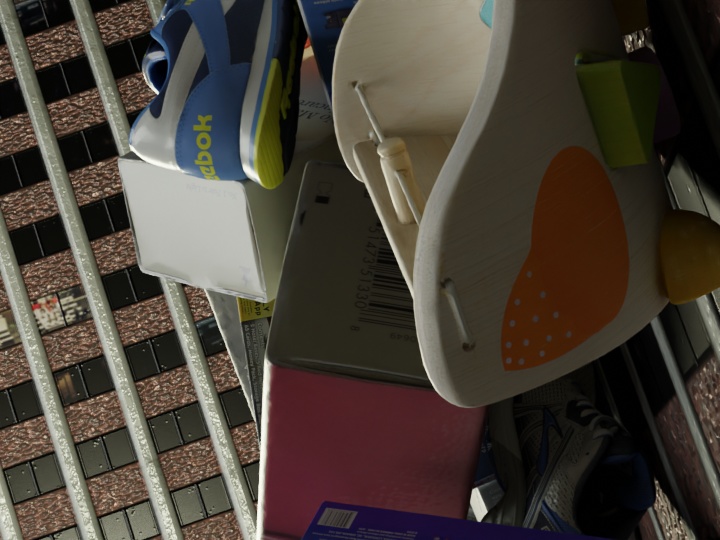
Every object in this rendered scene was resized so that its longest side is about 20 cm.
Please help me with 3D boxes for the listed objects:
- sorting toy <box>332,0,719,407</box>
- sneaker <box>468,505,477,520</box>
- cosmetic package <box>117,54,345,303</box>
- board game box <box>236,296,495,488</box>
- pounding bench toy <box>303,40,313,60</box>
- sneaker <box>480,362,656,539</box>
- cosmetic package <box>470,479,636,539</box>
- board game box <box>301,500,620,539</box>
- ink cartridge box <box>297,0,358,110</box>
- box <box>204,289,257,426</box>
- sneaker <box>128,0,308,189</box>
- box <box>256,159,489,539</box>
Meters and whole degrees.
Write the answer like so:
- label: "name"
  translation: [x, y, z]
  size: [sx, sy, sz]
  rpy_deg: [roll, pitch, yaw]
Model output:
- label: "sorting toy"
  translation: [0.044, -0.087, 0.613]
  size: [0.200, 0.106, 0.181]
  rpy_deg: [-110, 9, -67]
- label: "sneaker"
  translation: [0.109, 0.148, 1.408]
  size: [0.082, 0.074, 0.201]
  rpy_deg: [71, -159, -73]
- label: "cosmetic package"
  translation: [-0.028, -0.062, 1.110]
  size: [0.103, 0.200, 0.073]
  rpy_deg: [12, 122, 39]
- label: "board game box"
  translation: [0.035, 0.059, 1.149]
  size: [0.062, 0.199, 0.201]
  rpy_deg: [83, 178, -81]
- label: "pounding bench toy"
  translation: [-0.160, -0.372, 3.253]
  size: [0.156, 0.199, 0.125]
  rpy_deg: [72, 179, -79]
- label: "sneaker"
  translation: [0.115, 0.103, 1.008]
  size: [0.077, 0.085, 0.201]
  rpy_deg: [44, -145, -29]
- label: "cosmetic package"
  translation: [0.109, 0.134, 1.236]
  size: [0.200, 0.090, 0.107]
  rpy_deg: [-117, 8, -60]
- label: "board game box"
  translation: [0.078, 0.180, 0.909]
  size: [0.045, 0.199, 0.135]
  rpy_deg: [-58, -40, -42]
- label: "ink cartridge box"
  translation: [0.002, -0.176, 1.021]
  size: [0.200, 0.076, 0.137]
  rpy_deg: [77, -174, -66]
- label: "box"
  translation: [0.000, 0.000, 1.329]
  size: [0.197, 0.117, 0.201]
  rpy_deg: [-60, -35, -41]
- label: "sneaker"
  translation: [-0.071, -0.130, 1.032]
  size: [0.074, 0.082, 0.201]
  rpy_deg: [75, -162, -49]
- label: "box"
  translation: [0.011, 0.060, 1.001]
  size: [0.200, 0.108, 0.128]
  rpy_deg: [95, -176, -53]
